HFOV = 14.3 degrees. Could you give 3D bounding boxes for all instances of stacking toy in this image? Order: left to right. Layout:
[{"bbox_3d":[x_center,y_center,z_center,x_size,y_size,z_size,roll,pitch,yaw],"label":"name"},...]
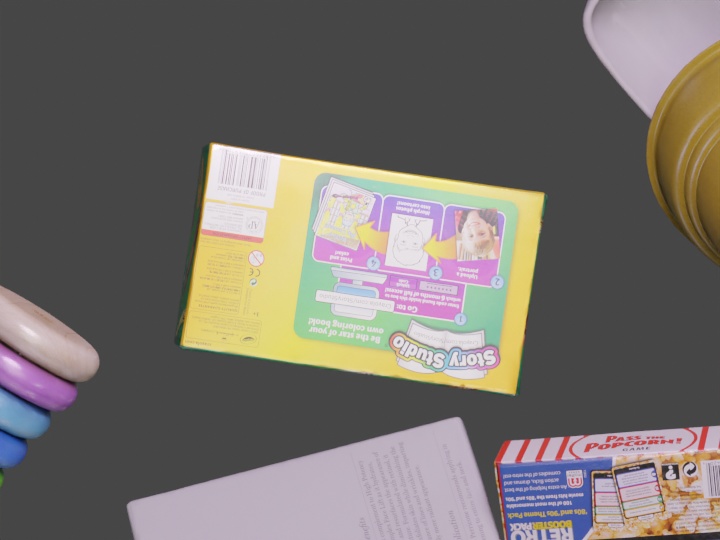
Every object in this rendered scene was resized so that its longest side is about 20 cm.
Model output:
[{"bbox_3d":[-0.233,0.110,1.621,0.085,0.085,0.200,33,91,-4],"label":"stacking toy"}]

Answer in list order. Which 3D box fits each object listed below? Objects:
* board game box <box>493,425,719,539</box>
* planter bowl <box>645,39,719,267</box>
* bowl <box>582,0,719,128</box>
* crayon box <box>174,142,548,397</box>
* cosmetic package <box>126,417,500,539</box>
[{"bbox_3d":[0.161,0.190,1.584,0.151,0.046,0.201,-4,102,12],"label":"board game box"},{"bbox_3d":[0.258,-0.040,1.603,0.200,0.084,0.201,4,133,4],"label":"planter bowl"},{"bbox_3d":[0.246,-0.149,1.618,0.200,0.075,0.200,-33,118,30],"label":"bowl"},{"bbox_3d":[0.000,0.000,1.649,0.199,0.058,0.119,9,89,-5],"label":"crayon box"},{"bbox_3d":[-0.023,0.163,1.621,0.199,0.074,0.102,-14,54,-3],"label":"cosmetic package"}]
